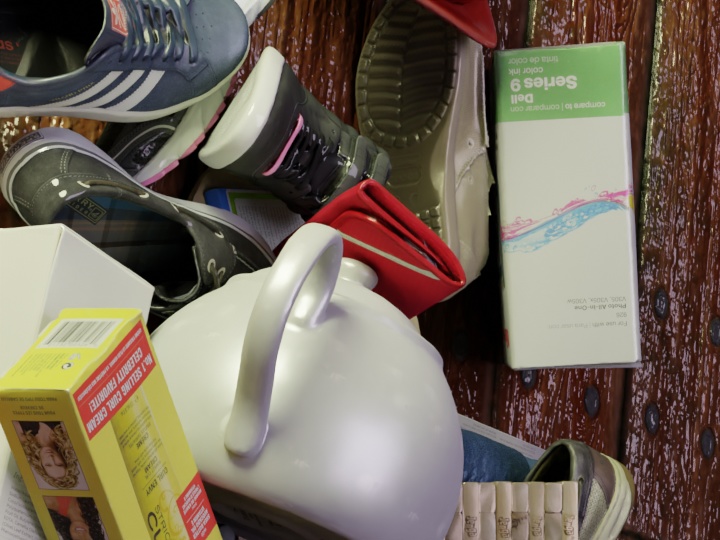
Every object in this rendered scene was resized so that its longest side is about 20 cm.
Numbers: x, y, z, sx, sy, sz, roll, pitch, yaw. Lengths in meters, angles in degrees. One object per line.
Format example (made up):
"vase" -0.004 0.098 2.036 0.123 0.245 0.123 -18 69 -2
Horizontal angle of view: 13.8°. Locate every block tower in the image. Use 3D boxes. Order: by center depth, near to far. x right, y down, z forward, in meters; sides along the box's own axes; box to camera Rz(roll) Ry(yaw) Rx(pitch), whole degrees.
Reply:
"block tower" 0.021 0.146 1.689 0.200 0.058 0.054 2 84 -16

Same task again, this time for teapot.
"teapot" -0.027 0.061 1.518 0.197 0.200 0.146 29 76 -31

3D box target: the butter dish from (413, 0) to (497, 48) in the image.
"butter dish" 0.046 -0.262 1.738 0.199 0.148 0.200 27 37 -51

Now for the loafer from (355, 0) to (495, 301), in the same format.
"loafer" 0.043 -0.076 1.824 0.068 0.076 0.200 11 81 -60

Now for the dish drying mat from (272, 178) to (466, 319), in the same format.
"dish drying mat" 0.000 0.000 1.582 0.077 0.200 0.018 40 72 -5

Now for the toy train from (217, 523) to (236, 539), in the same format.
"toy train" -0.080 0.219 1.579 0.085 0.114 0.200 -39 119 -50

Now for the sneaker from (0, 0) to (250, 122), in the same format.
"sneaker" -0.129 -0.120 1.512 0.200 0.085 0.075 -13 77 -37

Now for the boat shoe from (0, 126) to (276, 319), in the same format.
"boat shoe" -0.103 -0.008 1.553 0.070 0.066 0.200 -44 134 9

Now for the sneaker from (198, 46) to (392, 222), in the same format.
"sneaker" -0.029 -0.064 1.616 0.071 0.099 0.200 -55 -178 2

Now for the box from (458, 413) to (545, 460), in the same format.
"box" 0.064 0.116 1.862 0.200 0.039 0.041 24 70 -52

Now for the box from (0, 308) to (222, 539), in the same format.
"box" -0.109 0.120 1.420 0.075 0.050 0.200 -49 130 -48

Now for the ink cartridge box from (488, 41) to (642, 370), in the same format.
"ink cartridge box" 0.128 -0.038 1.875 0.145 0.087 0.200 -17 102 -88

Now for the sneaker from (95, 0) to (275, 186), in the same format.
"sneaker" -0.110 -0.131 1.622 0.086 0.080 0.200 35 60 -18

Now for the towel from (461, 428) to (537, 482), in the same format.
"towel" 0.070 0.159 1.821 0.200 0.049 0.112 25 100 -51

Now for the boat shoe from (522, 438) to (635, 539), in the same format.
"boat shoe" 0.089 0.190 1.771 0.066 0.072 0.201 36 81 -38

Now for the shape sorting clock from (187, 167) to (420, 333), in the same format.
"shape sorting clock" -0.034 0.024 1.710 0.200 0.039 0.200 23 55 -38

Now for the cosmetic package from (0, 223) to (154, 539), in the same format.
"cosmetic package" -0.183 0.085 1.452 0.085 0.108 0.200 37 59 -48
